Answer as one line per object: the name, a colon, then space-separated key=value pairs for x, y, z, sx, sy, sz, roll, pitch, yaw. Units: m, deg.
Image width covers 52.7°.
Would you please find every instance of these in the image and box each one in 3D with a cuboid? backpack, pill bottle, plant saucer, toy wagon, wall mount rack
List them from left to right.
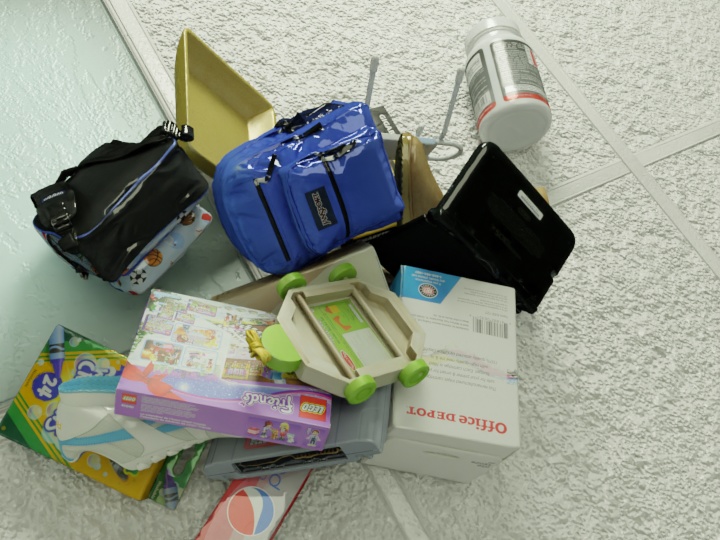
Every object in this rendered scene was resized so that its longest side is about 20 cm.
backpack: x=-0.285 y=-0.071 z=0.859 sx=0.190 sy=0.155 sz=0.200 roll=17 pitch=53 yaw=42
plant saucer: x=-0.184 y=-0.188 z=0.978 sx=0.048 sy=0.200 sz=0.201 roll=-22 pitch=59 yaw=23
backpack: x=-0.065 y=-0.093 z=0.828 sx=0.199 sy=0.168 sz=0.164 roll=-25 pitch=107 yaw=-11
toy wagon: x=-0.029 y=0.065 z=0.733 sx=0.199 sy=0.040 sz=0.155 roll=-11 pitch=49 yaw=-36
wall mount rack: x=0.052 y=-0.204 z=0.971 sx=0.198 sy=0.174 sz=0.075 roll=2 pitch=75 yaw=-15
pill bottle: x=0.231 y=-0.303 z=1.169 sx=0.115 sy=0.116 sz=0.201 roll=2 pitch=60 yaw=-14

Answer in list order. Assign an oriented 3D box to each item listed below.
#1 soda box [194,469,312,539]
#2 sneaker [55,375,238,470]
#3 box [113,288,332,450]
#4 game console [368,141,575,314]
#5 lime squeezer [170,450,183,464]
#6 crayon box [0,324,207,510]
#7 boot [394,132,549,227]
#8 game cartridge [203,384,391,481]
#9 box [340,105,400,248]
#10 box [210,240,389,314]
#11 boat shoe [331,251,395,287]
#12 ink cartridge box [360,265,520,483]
soda box: x=-0.104 y=0.239 z=0.792 sx=0.070 sy=0.064 sz=0.201 roll=30 pitch=58 yaw=4
sneaker: x=-0.201 y=0.155 z=0.734 sx=0.198 sy=0.077 sz=0.082 roll=5 pitch=96 yaw=-9
box: x=-0.125 y=0.096 z=0.719 sx=0.198 sy=0.039 sz=0.137 roll=13 pitch=38 yaw=-8
game console: x=0.142 y=-0.034 z=0.912 sx=0.200 sy=0.116 sz=0.177 roll=41 pitch=77 yaw=-28
lime squeezer: x=-0.152 y=0.136 z=0.854 sx=0.199 sy=0.038 sz=0.071 roll=-33 pitch=73 yaw=-30
crayon box: x=-0.264 y=0.159 z=0.783 sx=0.199 sy=0.052 sz=0.126 roll=25 pitch=74 yaw=0
boot: x=0.145 y=-0.094 z=0.948 sx=0.198 sy=0.066 sz=0.177 roll=-3 pitch=100 yaw=-7
game cartridge: x=-0.065 y=0.148 z=0.771 sx=0.198 sy=0.041 sz=0.134 roll=-14 pitch=35 yaw=19
box: x=0.008 y=-0.136 z=1.051 sx=0.159 sy=0.049 sz=0.201 roll=-19 pitch=67 yaw=-22
box: x=-0.071 y=0.037 z=0.858 sx=0.199 sy=0.095 sz=0.078 roll=-21 pitch=99 yaw=-8
boat shoe: x=0.000 y=0.000 z=0.966 sx=0.198 sy=0.072 sz=0.077 roll=7 pitch=42 yaw=-18
ink cartridge box: x=0.092 y=0.126 z=0.861 sx=0.146 sy=0.145 sz=0.201 roll=12 pitch=58 yaw=-9
